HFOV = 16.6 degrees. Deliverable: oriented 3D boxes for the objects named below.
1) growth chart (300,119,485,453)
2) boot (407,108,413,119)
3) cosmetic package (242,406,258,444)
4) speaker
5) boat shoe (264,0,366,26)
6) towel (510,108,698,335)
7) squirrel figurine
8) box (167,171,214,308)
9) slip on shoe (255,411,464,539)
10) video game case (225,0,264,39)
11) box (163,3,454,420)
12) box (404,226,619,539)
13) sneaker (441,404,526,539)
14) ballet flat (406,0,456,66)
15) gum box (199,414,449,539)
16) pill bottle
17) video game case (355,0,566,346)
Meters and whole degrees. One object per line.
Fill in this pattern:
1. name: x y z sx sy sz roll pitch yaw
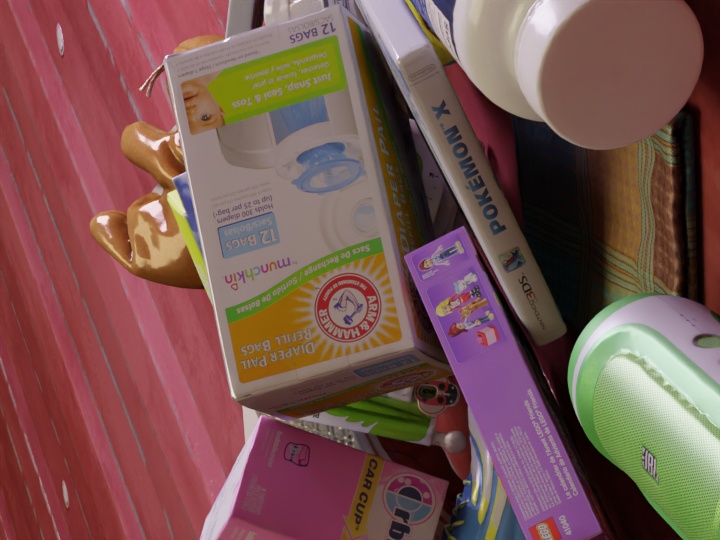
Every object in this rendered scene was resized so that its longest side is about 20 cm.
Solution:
1. growth chart: 0.000 0.000 1.446 0.018 0.144 0.201 25 -109 -85
2. boot: -0.008 -0.102 1.583 0.200 0.077 0.139 133 119 -74
3. cosmetic package: -0.024 0.076 1.662 0.087 0.103 0.201 -140 43 -67
4. speaker: 0.161 0.079 1.075 0.200 0.088 0.089 -132 37 -62
5. boat shoe: -0.027 -0.212 1.485 0.071 0.070 0.200 72 -163 -47
6. towel: 0.122 -0.029 1.264 0.200 0.022 0.147 -143 47 -67
7. squirrel figurine: -0.092 -0.071 1.822 0.200 0.141 0.187 48 135 38
8. box: -0.035 -0.002 1.522 0.048 0.122 0.200 42 157 62
9. slip on shoe: 0.002 0.103 1.511 0.200 0.061 0.074 47 135 -13
10. video game case: -0.072 -0.202 1.693 0.143 0.018 0.200 100 179 -48
11. box: -0.024 -0.029 1.373 0.101 0.112 0.201 28 -132 -70
12. box: 0.091 0.092 1.290 0.137 0.039 0.200 57 -171 -54
13. sneaker: 0.071 0.152 1.375 0.076 0.105 0.201 109 148 -57
14. ballet flat: 0.035 -0.212 1.413 0.067 0.067 0.201 13 115 50
15. gum box: -0.032 0.164 1.450 0.200 0.113 0.066 120 169 -64
16. pill bottle: 0.084 -0.140 1.176 0.200 0.111 0.111 -122 29 -53
17. video game case: 0.042 -0.077 1.303 0.183 0.022 0.200 62 -179 -29
